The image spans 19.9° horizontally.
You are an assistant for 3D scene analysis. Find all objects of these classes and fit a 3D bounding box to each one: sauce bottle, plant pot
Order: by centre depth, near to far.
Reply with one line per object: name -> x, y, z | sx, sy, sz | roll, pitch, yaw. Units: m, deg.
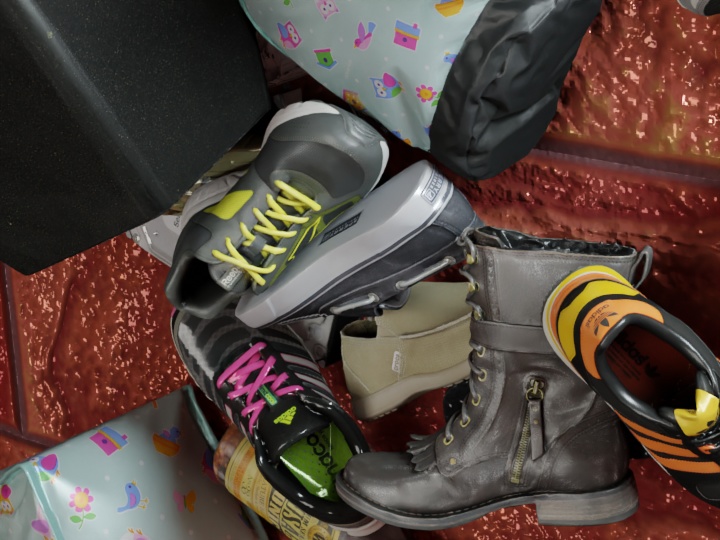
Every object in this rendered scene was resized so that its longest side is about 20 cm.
plant pot -> -0.171, -0.118, 1.209 | 0.200, 0.200, 0.178 | -22, 109, 40
sauce bottle -> -0.013, 0.169, 1.403 | 0.200, 0.066, 0.066 | 31, 125, 30

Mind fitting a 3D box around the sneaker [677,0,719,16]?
sneaker -> 0.246, -0.158, 1.034 | 0.200, 0.078, 0.077 | -16, 100, 44

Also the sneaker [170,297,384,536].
sneaker -> -0.050, 0.090, 1.329 | 0.074, 0.087, 0.200 | -39, 86, -1

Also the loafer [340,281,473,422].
loafer -> 0.048, 0.036, 1.288 | 0.200, 0.076, 0.068 | -32, 90, 45

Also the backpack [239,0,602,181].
backpack -> 0.028, -0.164, 1.190 | 0.200, 0.126, 0.167 | 39, 127, 19

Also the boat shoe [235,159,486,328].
boat shoe -> 0.000, 0.000, 1.261 | 0.068, 0.072, 0.200 | 43, 135, -17

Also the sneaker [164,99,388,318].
sneaker -> -0.052, -0.028, 1.235 | 0.074, 0.085, 0.200 | 31, 143, -17

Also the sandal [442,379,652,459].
sandal -> 0.134, 0.076, 1.247 | 0.200, 0.045, 0.075 | -10, 100, 46

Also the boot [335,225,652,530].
boot -> 0.075, 0.058, 1.196 | 0.199, 0.069, 0.175 | -2, 107, 14

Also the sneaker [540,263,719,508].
sneaker -> 0.183, 0.081, 1.118 | 0.200, 0.090, 0.070 | 41, 95, -16

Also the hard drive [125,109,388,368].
hard drive -> -0.075, -0.041, 1.398 | 0.200, 0.038, 0.140 | 33, 125, 30

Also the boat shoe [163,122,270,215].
boat shoe -> -0.111, -0.057, 1.348 | 0.199, 0.073, 0.063 | 0, 112, 39

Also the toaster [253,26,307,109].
toaster -> -0.090, -0.197, 1.301 | 0.129, 0.114, 0.201 | -5, 104, 40

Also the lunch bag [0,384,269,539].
lunch bag -> -0.162, 0.209, 1.481 | 0.122, 0.170, 0.201 | -25, 90, 50
